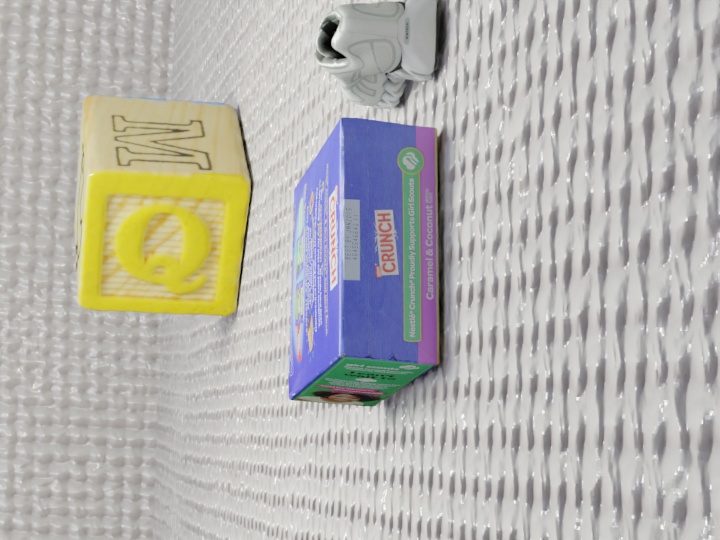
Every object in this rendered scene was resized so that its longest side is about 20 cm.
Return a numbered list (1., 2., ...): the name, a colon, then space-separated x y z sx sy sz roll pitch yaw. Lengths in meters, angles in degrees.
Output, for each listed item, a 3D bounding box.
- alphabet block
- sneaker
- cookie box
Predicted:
1. alphabet block: -0.243 -0.080 2.368 0.201 0.194 0.197 -106 20 -58
2. sneaker: 0.002 -0.165 1.448 0.200 0.080 0.076 149 121 -78
3. cookie box: 0.000 0.000 1.423 0.200 0.074 0.173 134 138 -74
